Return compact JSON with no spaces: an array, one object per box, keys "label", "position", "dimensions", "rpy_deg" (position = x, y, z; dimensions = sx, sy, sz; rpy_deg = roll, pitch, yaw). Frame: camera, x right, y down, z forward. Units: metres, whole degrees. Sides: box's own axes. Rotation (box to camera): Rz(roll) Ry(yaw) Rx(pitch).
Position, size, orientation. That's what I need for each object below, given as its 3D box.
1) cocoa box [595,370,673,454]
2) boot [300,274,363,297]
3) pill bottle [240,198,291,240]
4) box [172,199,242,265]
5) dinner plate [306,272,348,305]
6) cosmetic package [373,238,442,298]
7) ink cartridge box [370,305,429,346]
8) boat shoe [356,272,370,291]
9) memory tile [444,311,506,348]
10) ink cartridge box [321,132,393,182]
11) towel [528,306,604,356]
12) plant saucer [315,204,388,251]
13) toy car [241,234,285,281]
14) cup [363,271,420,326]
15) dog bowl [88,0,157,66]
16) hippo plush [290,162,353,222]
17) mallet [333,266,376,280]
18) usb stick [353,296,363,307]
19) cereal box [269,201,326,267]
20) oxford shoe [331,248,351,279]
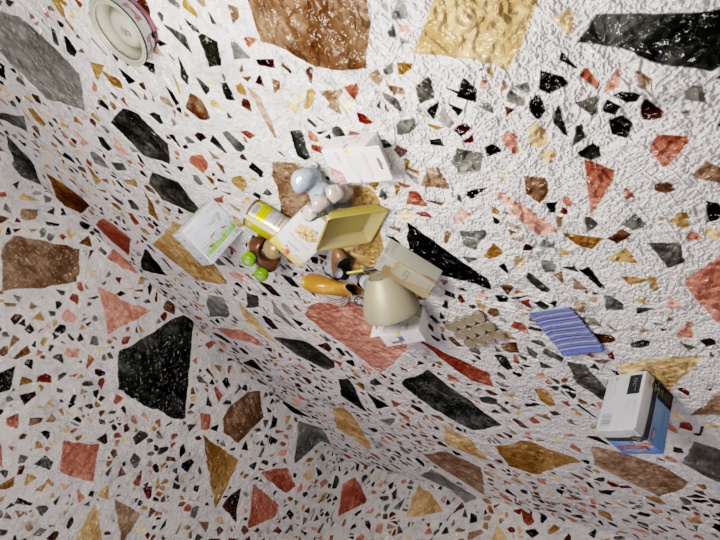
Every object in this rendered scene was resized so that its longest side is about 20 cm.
[{"label":"cocoa box","position":[0.815,0.423,1.509],"dimensions":[0.131,0.200,0.133],"rpy_deg":[40,148,-12]},{"label":"boot","position":[-0.100,0.054,1.839],"dimensions":[0.201,0.071,0.144],"rpy_deg":[16,168,-34]},{"label":"pill bottle","position":[-0.323,-0.167,1.842],"dimensions":[0.200,0.109,0.109],"rpy_deg":[31,149,6]},{"label":"box","position":[-0.611,-0.152,2.042],"dimensions":[0.097,0.200,0.177],"rpy_deg":[-7,131,47]},{"label":"dinner plate","position":[-0.134,0.071,2.074],"dimensions":[0.200,0.024,0.200],"rpy_deg":[24,146,17]},{"label":"cosmetic package","position":[0.154,-0.005,1.660],"dimensions":[0.200,0.071,0.105],"rpy_deg":[32,148,4]},{"label":"ink cartridge box","position":[0.144,0.209,1.867],"dimensions":[0.200,0.117,0.067],"rpy_deg":[-13,130,29]},{"label":"boat shoe","position":[0.049,0.078,1.881],"dimensions":[0.200,0.070,0.066],"rpy_deg":[45,177,-37]},{"label":"memory tile","position":[0.399,0.210,1.779],"dimensions":[0.153,0.017,0.200],"rpy_deg":[41,147,-11]},{"label":"ink cartridge box","position":[0.004,-0.306,1.392],"dimensions":[0.200,0.068,0.117],"rpy_deg":[7,140,39]},{"label":"towel","position":[0.622,0.188,1.537],"dimensions":[0.200,0.024,0.145],"rpy_deg":[45,146,-17]},{"label":"plant saucer","position":[-0.036,-0.141,1.587],"dimensions":[0.200,0.200,0.049],"rpy_deg":[120,135,-58]},{"label":"toy car","position":[-0.322,-0.071,1.944],"dimensions":[0.200,0.164,0.158],"rpy_deg":[-10,129,33]},{"label":"cup","position":[0.091,0.081,1.751],"dimensions":[0.200,0.200,0.143],"rpy_deg":[-1,113,43]},{"label":"dog bowl","position":[-0.678,-0.704,1.475],"dimensions":[0.200,0.074,0.200],"rpy_deg":[23,146,17]},{"label":"hippo plush","position":[-0.117,-0.254,1.535],"dimensions":[0.159,0.200,0.161],"rpy_deg":[-35,84,29]},{"label":"mallet","position":[0.000,0.000,1.780],"dimensions":[0.200,0.041,0.066],"rpy_deg":[-11,169,27]},{"label":"usb stick","position":[0.031,0.129,1.913],"dimensions":[0.055,0.033,0.200],"rpy_deg":[14,173,22]},{"label":"cereal box","position":[-0.196,-0.121,1.760],"dimensions":[0.144,0.040,0.200],"rpy_deg":[43,114,-15]},{"label":"oxford shoe","position":[-0.078,-0.024,1.875],"dimensions":[0.071,0.071,0.200],"rpy_deg":[57,159,22]}]
